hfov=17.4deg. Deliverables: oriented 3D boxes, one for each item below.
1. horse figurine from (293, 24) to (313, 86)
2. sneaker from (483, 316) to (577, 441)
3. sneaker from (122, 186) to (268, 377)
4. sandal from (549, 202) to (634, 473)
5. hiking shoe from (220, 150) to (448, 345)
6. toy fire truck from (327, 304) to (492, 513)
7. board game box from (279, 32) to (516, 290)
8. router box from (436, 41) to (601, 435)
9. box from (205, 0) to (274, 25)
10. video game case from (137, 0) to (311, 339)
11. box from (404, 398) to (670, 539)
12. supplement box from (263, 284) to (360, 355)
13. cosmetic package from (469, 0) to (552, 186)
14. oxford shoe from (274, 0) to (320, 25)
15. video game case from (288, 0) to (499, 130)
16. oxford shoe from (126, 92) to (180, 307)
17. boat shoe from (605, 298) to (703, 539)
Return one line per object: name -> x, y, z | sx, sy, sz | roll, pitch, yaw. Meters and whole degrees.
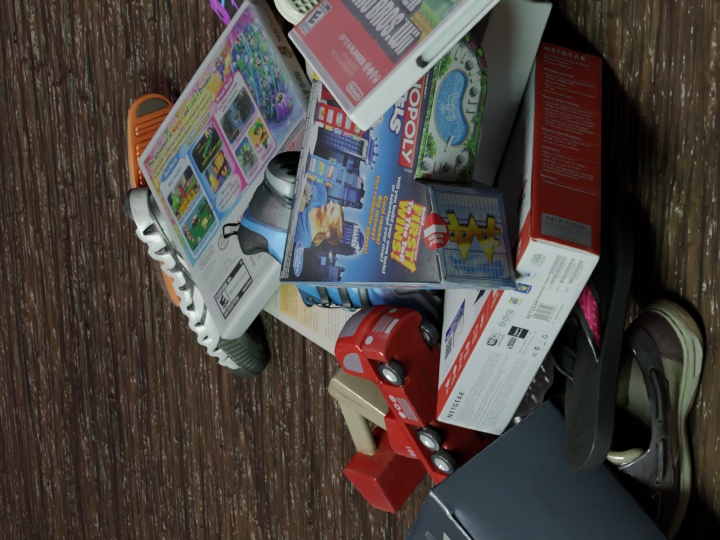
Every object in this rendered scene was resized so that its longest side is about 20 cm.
horse figurine -> -0.009, -0.150, 1.767 | 0.201, 0.050, 0.132 | 67, 162, -8
sneaker -> 0.089, 0.079, 1.752 | 0.199, 0.060, 0.105 | 8, 116, 49
sneaker -> -0.116, 0.002, 1.999 | 0.090, 0.067, 0.201 | -23, 112, 17
sandal -> 0.146, 0.036, 1.559 | 0.075, 0.045, 0.201 | 121, 161, -57
hiking shoe -> 0.000, 0.000, 1.711 | 0.200, 0.074, 0.087 | 39, 116, 5
toy fire truck -> 0.023, 0.102, 1.716 | 0.140, 0.049, 0.201 | 10, 140, 46
board game box -> 0.034, -0.063, 1.522 | 0.200, 0.061, 0.202 | 26, 109, 56
router box -> 0.107, -0.020, 1.582 | 0.201, 0.048, 0.180 | 113, 167, -47
box -> -0.123, -0.299, 1.862 | 0.200, 0.036, 0.144 | 52, 144, 35
video game case -> -0.091, -0.078, 1.829 | 0.200, 0.024, 0.183 | -51, 55, 39
box -> 0.134, 0.227, 1.647 | 0.197, 0.117, 0.200 | 50, 159, 13
supplement box -> -0.025, -0.019, 1.845 | 0.200, 0.073, 0.127 | 32, 127, 44
cosmetic package -> 0.045, -0.125, 1.613 | 0.151, 0.051, 0.201 | 48, 128, 49
oxford shoe -> -0.030, -0.244, 1.665 | 0.058, 0.075, 0.201 | 129, 153, -49
video game case -> 0.048, -0.188, 1.476 | 0.017, 0.200, 0.143 | 42, -173, -32
oxford shoe -> -0.175, -0.058, 2.056 | 0.073, 0.071, 0.202 | 15, 120, 58
boat shoe -> 0.188, 0.114, 1.613 | 0.072, 0.065, 0.201 | 38, 136, 39
